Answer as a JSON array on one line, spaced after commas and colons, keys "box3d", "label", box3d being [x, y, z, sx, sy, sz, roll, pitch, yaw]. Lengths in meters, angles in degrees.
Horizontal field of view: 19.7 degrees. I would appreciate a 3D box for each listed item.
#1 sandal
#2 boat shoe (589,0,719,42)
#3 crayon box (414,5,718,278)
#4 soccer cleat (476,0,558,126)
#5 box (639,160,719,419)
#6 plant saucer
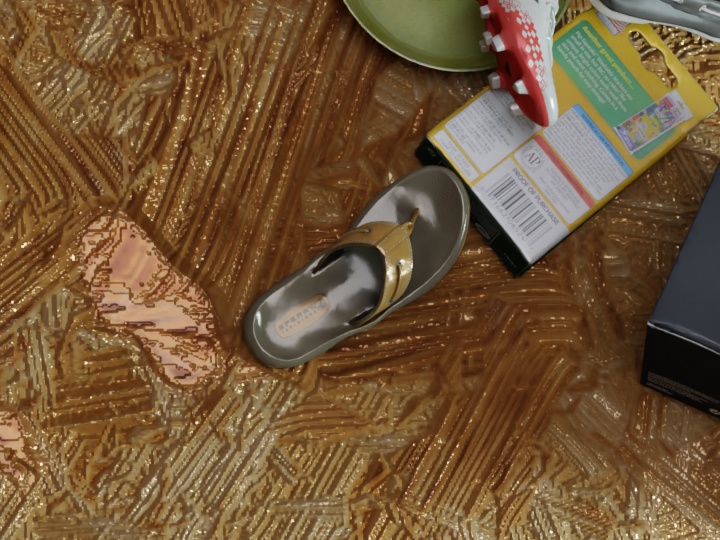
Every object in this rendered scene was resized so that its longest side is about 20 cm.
[{"box3d": [0.000, 0.000, 1.514, 0.199, 0.054, 0.081, -36, 84, -5], "label": "sandal"}, {"box3d": [0.264, -0.219, 1.595, 0.199, 0.057, 0.067, 0, 64, -32], "label": "boat shoe"}, {"box3d": [0.157, -0.106, 1.583, 0.200, 0.052, 0.126, -38, 86, -16], "label": "crayon box"}, {"box3d": [0.123, -0.201, 1.547, 0.084, 0.069, 0.201, -16, 66, -8], "label": "soccer cleat"}, {"box3d": [0.279, -0.010, 1.532, 0.078, 0.141, 0.201, 23, 73, 11], "label": "box"}, {"box3d": [0.069, -0.246, 1.610, 0.198, 0.031, 0.202, 2, 78, -10], "label": "plant saucer"}]
